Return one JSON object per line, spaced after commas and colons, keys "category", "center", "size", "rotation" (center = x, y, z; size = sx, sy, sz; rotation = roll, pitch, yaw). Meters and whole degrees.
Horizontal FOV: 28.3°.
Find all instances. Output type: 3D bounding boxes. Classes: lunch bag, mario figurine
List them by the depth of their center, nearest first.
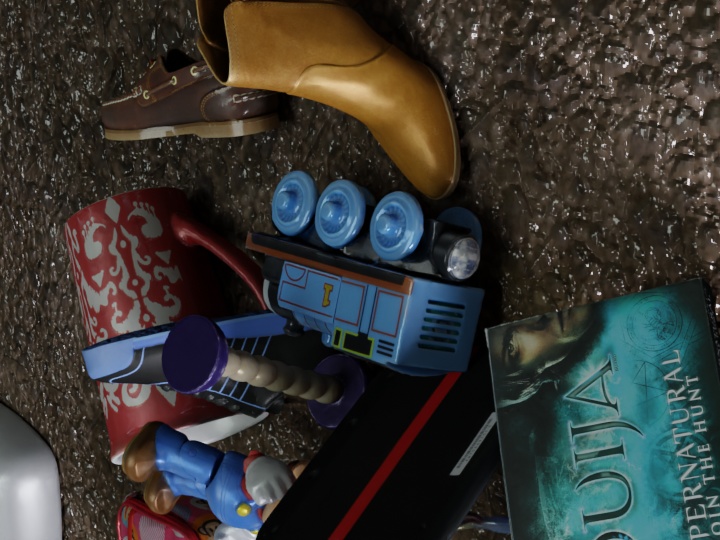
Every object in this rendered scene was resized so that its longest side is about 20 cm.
{"category": "mario figurine", "center": [-0.081, 0.175, 1.035], "size": [0.198, 0.123, 0.107], "rotation": [10, 93, 24]}
{"category": "lunch bag", "center": [-0.157, 0.297, 1.285], "size": [0.176, 0.081, 0.202], "rotation": [11, 108, 53]}

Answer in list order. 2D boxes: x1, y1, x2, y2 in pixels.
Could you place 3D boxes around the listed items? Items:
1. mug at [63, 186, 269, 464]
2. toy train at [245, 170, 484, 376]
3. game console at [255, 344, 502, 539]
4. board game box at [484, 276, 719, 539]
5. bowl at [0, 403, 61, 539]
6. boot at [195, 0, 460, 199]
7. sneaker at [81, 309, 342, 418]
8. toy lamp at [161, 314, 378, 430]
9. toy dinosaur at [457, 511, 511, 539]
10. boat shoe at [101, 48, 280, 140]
{"category": "mug", "center": [-0.147, 0.037, 1.181], "size": [0.133, 0.176, 0.202], "rotation": [66, -175, -77]}
{"category": "toy train", "center": [0.000, 0.000, 0.972], "size": [0.199, 0.086, 0.115], "rotation": [15, 92, 47]}
{"category": "game console", "center": [0.031, 0.122, 0.914], "size": [0.176, 0.200, 0.031], "rotation": [-11, 123, 49]}
{"category": "board game box", "center": [0.145, 0.116, 0.800], "size": [0.134, 0.028, 0.202], "rotation": [-15, 69, 24]}
{"category": "bowl", "center": [-0.409, 0.258, 1.582], "size": [0.199, 0.074, 0.202], "rotation": [26, 121, 43]}
{"category": "boot", "center": [-0.028, -0.126, 0.940], "size": [0.071, 0.143, 0.203], "rotation": [-40, 70, 49]}
{"category": "sneaker", "center": [-0.104, 0.074, 1.064], "size": [0.070, 0.198, 0.079], "rotation": [-160, 62, -83]}
{"category": "toy lamp", "center": [-0.049, 0.075, 0.988], "size": [0.058, 0.199, 0.059], "rotation": [-10, 73, 35]}
{"category": "toy dinosaur", "center": [0.136, 0.162, 0.911], "size": [0.105, 0.198, 0.183], "rotation": [59, -158, -68]}
{"category": "boat shoe", "center": [-0.138, -0.141, 1.131], "size": [0.199, 0.070, 0.071], "rotation": [0, 108, 42]}
